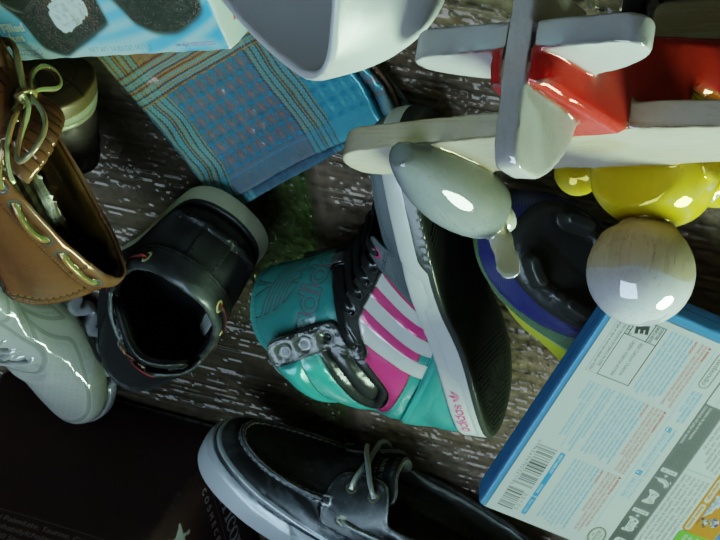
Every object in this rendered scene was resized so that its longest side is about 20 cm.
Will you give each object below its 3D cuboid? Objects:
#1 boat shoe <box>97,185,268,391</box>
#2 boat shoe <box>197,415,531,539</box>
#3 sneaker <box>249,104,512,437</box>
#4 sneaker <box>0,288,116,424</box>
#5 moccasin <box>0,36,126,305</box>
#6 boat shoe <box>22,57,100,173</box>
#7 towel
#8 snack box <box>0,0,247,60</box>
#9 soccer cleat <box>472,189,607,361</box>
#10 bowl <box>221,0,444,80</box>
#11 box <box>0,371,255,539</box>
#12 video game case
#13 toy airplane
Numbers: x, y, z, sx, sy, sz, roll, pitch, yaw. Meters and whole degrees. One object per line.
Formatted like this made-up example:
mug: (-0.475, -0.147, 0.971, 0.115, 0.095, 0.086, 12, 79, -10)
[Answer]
boat shoe: (-0.110, 0.022, 1.324, 0.074, 0.063, 0.201, 36, 151, -4)
boat shoe: (0.010, 0.125, 1.355, 0.200, 0.072, 0.071, 26, 131, -4)
sneaker: (0.000, 0.000, 1.224, 0.121, 0.084, 0.200, 3, 132, 21)
sneaker: (-0.209, 0.017, 1.388, 0.075, 0.081, 0.200, -8, 125, 38)
moccasin: (-0.173, -0.065, 1.205, 0.078, 0.074, 0.202, -6, 124, 23)
boat shoe: (-0.228, -0.086, 1.304, 0.200, 0.073, 0.065, 13, 130, 26)
towel: (-0.084, -0.125, 1.205, 0.200, 0.022, 0.147, 49, 138, -15)
snack box: (-0.151, -0.159, 1.179, 0.200, 0.037, 0.116, 0, 127, 37)
soccer cleat: (0.128, 0.037, 1.195, 0.200, 0.065, 0.084, 49, 169, -21)
bowl: (-0.014, -0.192, 0.982, 0.200, 0.075, 0.200, -132, 38, -54)
box: (-0.178, 0.197, 1.445, 0.164, 0.200, 0.166, 13, 135, 26)
video game case: (0.176, 0.093, 1.158, 0.200, 0.018, 0.143, 23, 124, -12)
toy airplane: (0.107, -0.047, 0.983, 0.200, 0.199, 0.141, -165, 72, -77)
